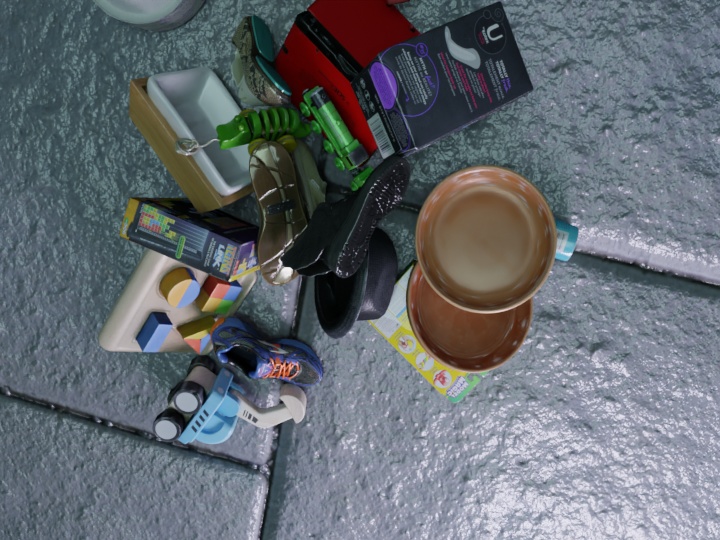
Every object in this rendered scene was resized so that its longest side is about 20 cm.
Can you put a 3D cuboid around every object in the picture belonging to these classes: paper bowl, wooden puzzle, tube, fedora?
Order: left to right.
[{"bbox_3d":[-0.314,-0.456,0.788,0.193,0.104,0.208,2,103,7],"label":"paper bowl"},{"bbox_3d":[-0.270,0.062,0.858,0.046,0.198,0.187,46,107,34],"label":"wooden puzzle"},{"bbox_3d":[0.000,0.000,0.825,0.089,0.200,0.207,8,106,-25],"label":"fedora"},{"bbox_3d":[0.217,-0.071,0.820,0.194,0.051,0.079,20,69,5],"label":"tube"}]

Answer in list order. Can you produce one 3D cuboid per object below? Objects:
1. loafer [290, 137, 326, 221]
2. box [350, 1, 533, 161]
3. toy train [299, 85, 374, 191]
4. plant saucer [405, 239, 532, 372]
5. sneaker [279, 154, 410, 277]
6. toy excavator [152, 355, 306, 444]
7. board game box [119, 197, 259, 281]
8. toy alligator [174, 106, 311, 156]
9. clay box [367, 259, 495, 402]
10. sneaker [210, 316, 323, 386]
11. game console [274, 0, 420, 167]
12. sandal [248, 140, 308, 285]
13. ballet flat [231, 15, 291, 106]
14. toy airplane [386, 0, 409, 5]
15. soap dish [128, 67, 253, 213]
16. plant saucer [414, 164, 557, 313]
[{"bbox_3d":[-0.081,-0.106,0.834,0.074,0.067,0.207,-8,94,41],"label":"loafer"},{"bbox_3d":[0.105,-0.242,0.730,0.196,0.106,0.125,-28,99,-18],"label":"box"},{"bbox_3d":[-0.019,-0.172,0.797,0.041,0.056,0.202,-38,105,-18],"label":"toy train"},{"bbox_3d":[0.160,0.046,0.828,0.193,0.032,0.208,2,81,-11],"label":"plant saucer"},{"bbox_3d":[-0.022,-0.071,0.730,0.104,0.059,0.203,34,96,44],"label":"sneaker"},{"bbox_3d":[-0.213,0.231,0.937,0.198,0.100,0.196,37,107,-14],"label":"toy excavator"},{"bbox_3d":[-0.222,-0.052,0.811,0.161,0.200,0.058,21,99,2],"label":"board game box"},{"bbox_3d":[-0.147,-0.188,0.742,0.195,0.054,0.061,-15,72,-30],"label":"toy alligator"},{"bbox_3d":[0.114,0.097,0.872,0.200,0.048,0.115,44,102,-3],"label":"clay box"},{"bbox_3d":[-0.151,0.147,0.894,0.195,0.079,0.077,21,112,-15],"label":"sneaker"},{"bbox_3d":[-0.007,-0.293,0.822,0.200,0.119,0.172,44,136,-2],"label":"game console"},{"bbox_3d":[-0.114,-0.079,0.776,0.078,0.054,0.206,-11,114,-11],"label":"sandal"},{"bbox_3d":[-0.145,-0.277,0.779,0.075,0.067,0.204,-38,50,22],"label":"ballet flat"},{"bbox_3d":[0.039,-0.483,0.710,0.198,0.141,0.201,41,105,-2],"label":"toy airplane"},{"bbox_3d":[-0.226,-0.188,0.811,0.080,0.157,0.202,-33,96,32],"label":"soap dish"},{"bbox_3d":[0.173,-0.043,0.785,0.193,0.037,0.208,-1,85,7],"label":"plant saucer"}]
